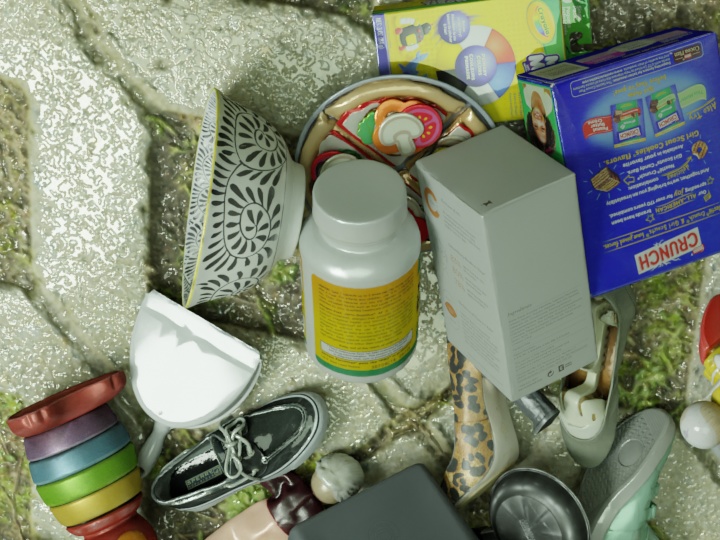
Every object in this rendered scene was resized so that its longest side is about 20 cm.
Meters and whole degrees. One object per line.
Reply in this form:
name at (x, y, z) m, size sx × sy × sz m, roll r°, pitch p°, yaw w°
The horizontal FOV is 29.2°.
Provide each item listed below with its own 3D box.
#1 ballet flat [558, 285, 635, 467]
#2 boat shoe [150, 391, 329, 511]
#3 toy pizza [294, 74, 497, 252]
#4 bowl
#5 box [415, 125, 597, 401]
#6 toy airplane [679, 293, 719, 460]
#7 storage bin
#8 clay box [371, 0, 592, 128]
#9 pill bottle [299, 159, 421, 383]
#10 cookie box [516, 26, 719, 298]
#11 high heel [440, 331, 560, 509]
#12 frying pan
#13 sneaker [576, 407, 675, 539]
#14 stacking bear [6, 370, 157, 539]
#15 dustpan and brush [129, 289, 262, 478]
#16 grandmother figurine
ballet flat at (0.220, 0.103, 1.349) m, size 0.067 × 0.063 × 0.202 m, roll 19°, pitch 110°, yaw 35°
boat shoe at (-0.125, 0.181, 1.391) m, size 0.198 × 0.068 × 0.074 m, roll -26°, pitch 71°, yaw 17°
toy pizza at (0.037, -0.090, 1.287) m, size 0.198 × 0.032 × 0.202 m, roll 1°, pitch 128°, yaw 1°
bowl at (-0.104, -0.059, 1.263) m, size 0.093 × 0.201 × 0.203 m, roll 8°, pitch 109°, yaw -12°
box at (0.133, -0.007, 1.247) m, size 0.097 × 0.124 × 0.202 m, roll -23°, pitch 124°, yaw -16°
toy airplane at (0.370, 0.141, 1.285) m, size 0.140 × 0.199 × 0.202 m, roll -18°, pitch 108°, yaw -1°
storage bin at (0.023, 0.292, 1.362) m, size 0.199 × 0.146 × 0.135 m, roll -23°, pitch 66°, yaw -21°
clay box at (0.116, -0.196, 1.271) m, size 0.198 × 0.048 × 0.116 m, roll -6°, pitch 110°, yaw 7°
pill bottle at (0.000, 0.000, 1.271) m, size 0.111 × 0.113 × 0.201 m, roll 2°, pitch 135°, yaw 3°
cookie box at (0.247, -0.099, 1.251) m, size 0.170 × 0.075 × 0.202 m, roll -18°, pitch 108°, yaw -14°
high heel at (0.099, 0.147, 1.394) m, size 0.143 × 0.071 × 0.200 m, roll 49°, pitch 125°, yaw 17°
frying pan at (0.142, 0.246, 1.374) m, size 0.189 × 0.031 × 0.116 m, roll 5°, pitch 111°, yaw 36°
sneaker at (0.281, 0.241, 1.400) m, size 0.118 × 0.074 × 0.202 m, roll 27°, pitch 95°, yaw -29°
stacking bear at (-0.265, 0.218, 1.381) m, size 0.121 × 0.113 × 0.202 m, roll -25°, pitch 94°, yaw -32°
dustpan and brush at (-0.192, 0.133, 1.404) m, size 0.139 × 0.057 × 0.201 m, roll 29°, pitch 102°, yaw 6°
grandmother figurine at (-0.082, 0.254, 1.428) m, size 0.199 × 0.061 × 0.122 m, roll -35°, pitch 96°, yaw 11°
